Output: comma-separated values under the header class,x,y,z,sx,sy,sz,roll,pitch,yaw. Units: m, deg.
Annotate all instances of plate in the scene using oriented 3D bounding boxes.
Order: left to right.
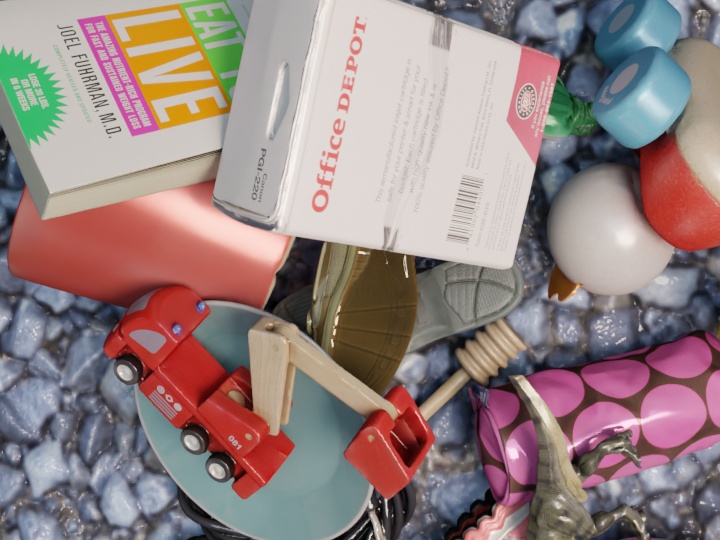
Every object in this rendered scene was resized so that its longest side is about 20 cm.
class,x,y,z,sx,sy,sz,roll,pitch,yaw
plate,-0.074,0.107,0.762,0.197,0.026,0.204,13,120,23

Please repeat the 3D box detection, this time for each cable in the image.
class,x,y,z,sx,sy,sz,roll,pitch,yaw
cable,-0.057,0.153,0.819,0.198,0.051,0.165,33,110,13

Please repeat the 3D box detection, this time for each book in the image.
class,x,y,z,sx,sy,sz,roll,pitch,yaw
book,-0.133,-0.120,0.683,0.198,0.048,0.135,-19,75,-34

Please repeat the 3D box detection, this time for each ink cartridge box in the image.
class,x,y,z,sx,sy,sz,roll,pitch,yaw
ink cartridge box,0.018,-0.089,0.679,0.198,0.084,0.148,8,98,-40

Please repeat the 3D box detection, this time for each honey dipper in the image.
class,x,y,z,sx,sy,sz,roll,pitch,yaw
honey dipper,0.045,0.113,0.837,0.200,0.038,0.038,-43,87,7

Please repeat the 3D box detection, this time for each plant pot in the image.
class,x,y,z,sx,sy,sz,roll,pitch,yaw
plant pot,-0.133,-0.053,0.780,0.175,0.200,0.203,23,92,-7

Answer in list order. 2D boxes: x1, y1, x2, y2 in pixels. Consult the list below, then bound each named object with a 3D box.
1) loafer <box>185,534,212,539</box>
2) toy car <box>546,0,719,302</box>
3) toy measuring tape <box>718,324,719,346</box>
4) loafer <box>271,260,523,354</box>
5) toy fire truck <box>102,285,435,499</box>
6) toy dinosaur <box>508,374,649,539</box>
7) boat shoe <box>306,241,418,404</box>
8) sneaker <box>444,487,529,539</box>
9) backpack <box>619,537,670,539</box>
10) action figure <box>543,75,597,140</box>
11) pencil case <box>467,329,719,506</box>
class,x,y,z,sx,sy,sz,roll,pitch,yaw
loafer,-0.094,0.303,0.830,0.067,0.070,0.203,-30,88,5
toy car,0.201,-0.056,0.780,0.183,0.178,0.200,37,126,-17
toy measuring tape,0.334,0.035,0.781,0.197,0.073,0.075,-11,90,-27
loafer,0.030,0.033,0.826,0.196,0.063,0.073,-12,85,8
toy fire truck,-0.063,0.077,0.693,0.200,0.049,0.141,47,127,-3
toy dinosaur,0.150,0.153,0.732,0.086,0.048,0.203,-8,119,-1
boat shoe,-0.002,-0.001,0.775,0.072,0.063,0.205,7,89,-36
sneaker,0.077,0.254,0.815,0.200,0.074,0.087,-44,89,4
backpack,0.244,0.277,0.770,0.197,0.127,0.169,25,72,-7
action figure,0.089,-0.131,0.809,0.196,0.055,0.120,10,51,-9
pencil case,0.181,0.103,0.790,0.196,0.094,0.092,-12,123,-6
